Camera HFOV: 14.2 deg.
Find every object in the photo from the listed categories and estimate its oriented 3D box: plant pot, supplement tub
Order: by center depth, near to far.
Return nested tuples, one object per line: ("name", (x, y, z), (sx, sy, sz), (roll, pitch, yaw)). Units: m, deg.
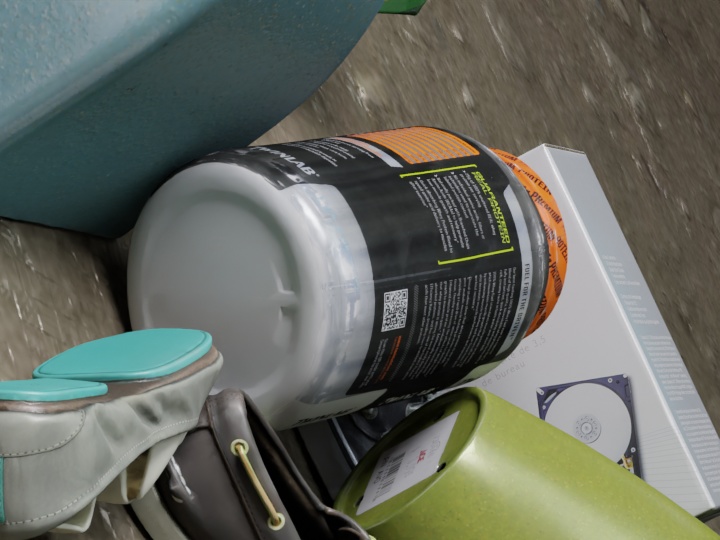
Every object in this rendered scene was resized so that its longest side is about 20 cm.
("plant pot", (-0.094, -0.151, 1.200), (0.197, 0.199, 0.196), (67, 17, 13))
("supplement tub", (0.000, 0.000, 1.291), (0.200, 0.122, 0.123), (-10, 72, -52))
("plant pot", (0.083, 0.157, 1.320), (0.200, 0.187, 0.187), (48, 21, -17))

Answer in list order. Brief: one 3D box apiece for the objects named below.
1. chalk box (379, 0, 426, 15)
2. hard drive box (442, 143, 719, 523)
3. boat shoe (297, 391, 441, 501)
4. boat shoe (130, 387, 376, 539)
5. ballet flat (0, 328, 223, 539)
("chalk box", (-0.040, -0.219, 1.504), (0.199, 0.125, 0.124), (-4, 52, -41))
("hard drive box", (0.080, 0.061, 1.464), (0.201, 0.155, 0.077), (65, 18, 11))
("boat shoe", (0.007, 0.057, 1.402), (0.201, 0.068, 0.072), (65, 17, 8))
("boat shoe", (-0.023, 0.129, 1.218), (0.201, 0.060, 0.072), (51, 19, -33))
("ballet flat", (-0.105, 0.064, 1.103), (0.200, 0.067, 0.064), (-20, 110, -72))
